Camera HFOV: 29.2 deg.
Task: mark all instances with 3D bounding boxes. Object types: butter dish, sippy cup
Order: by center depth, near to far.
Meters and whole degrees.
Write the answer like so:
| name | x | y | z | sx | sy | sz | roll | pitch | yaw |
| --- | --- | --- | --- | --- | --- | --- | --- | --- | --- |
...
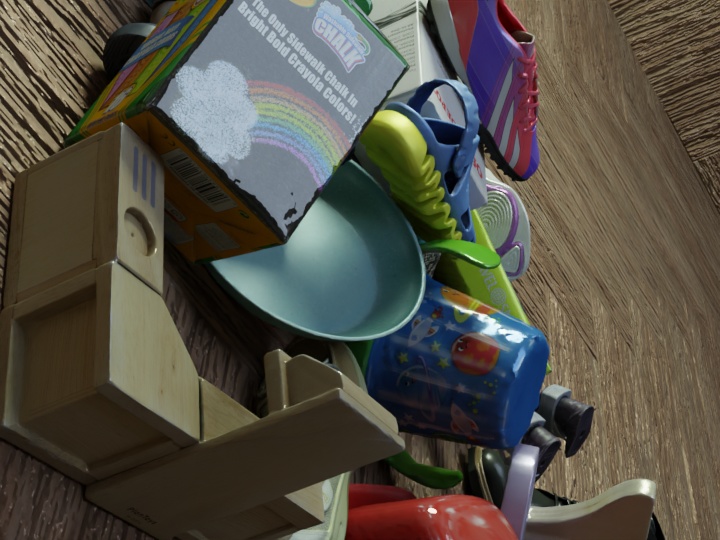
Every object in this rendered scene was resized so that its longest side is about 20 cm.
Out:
| name | x | y | z | sx | sy | sz | roll | pitch | yaw |
| --- | --- | --- | --- | --- | --- | --- | --- | --- | --- |
| butter dish | 0.072 | 0.231 | 0.969 | 0.199 | 0.148 | 0.200 | 21 | 50 | -63 |
| sippy cup | 0.072 | 0.076 | 1.073 | 0.140 | 0.130 | 0.178 | -59 | 154 | -30 |

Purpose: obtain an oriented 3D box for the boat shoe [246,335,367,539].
| name | x | y | z | sx | sy | sz | roll | pitch | yaw |
| --- | --- | --- | --- | --- | --- | --- | --- | --- | --- |
| boat shoe | -0.042 | 0.112 | 0.923 | 0.063 | 0.073 | 0.201 | 56 | 31 | -39 |

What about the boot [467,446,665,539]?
| name | x | y | z | sx | sy | sz | roll | pitch | yaw |
| --- | --- | --- | --- | --- | --- | --- | --- | --- | --- |
| boot | 0.198 | 0.222 | 1.289 | 0.200 | 0.138 | 0.077 | 53 | 26 | -29 |

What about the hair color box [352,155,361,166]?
| name | x | y | z | sx | sy | sz | roll | pitch | yaw |
| --- | --- | --- | --- | --- | --- | --- | --- | --- | --- |
| hair color box | 0.028 | -0.101 | 1.305 | 0.111 | 0.064 | 0.200 | 63 | 23 | -13 |

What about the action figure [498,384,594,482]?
| name | x | y | z | sx | sy | sz | roll | pitch | yaw |
| --- | --- | --- | --- | --- | --- | --- | --- | --- | --- |
| action figure | 0.105 | 0.098 | 1.224 | 0.130 | 0.069 | 0.200 | -19 | 47 | -40 |

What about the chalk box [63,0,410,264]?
| name | x | y | z | sx | sy | sz | roll | pitch | yaw |
| --- | --- | --- | --- | --- | --- | --- | --- | --- | --- |
| chalk box | -0.067 | -0.121 | 0.880 | 0.125 | 0.124 | 0.200 | 45 | 61 | -22 |

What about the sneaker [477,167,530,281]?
| name | x | y | z | sx | sy | sz | roll | pitch | yaw |
| --- | --- | --- | --- | --- | --- | --- | --- | --- | --- |
| sneaker | 0.120 | -0.077 | 1.453 | 0.200 | 0.075 | 0.100 | 60 | 3 | 12 |

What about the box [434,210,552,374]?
| name | x | y | z | sx | sy | sz | roll | pitch | yaw |
| --- | --- | --- | --- | --- | --- | --- | --- | --- | --- |
| box | 0.120 | 0.035 | 1.351 | 0.200 | 0.048 | 0.122 | 64 | -8 | -7 |

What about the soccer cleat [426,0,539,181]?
| name | x | y | z | sx | sy | sz | roll | pitch | yaw |
| --- | --- | --- | --- | --- | --- | --- | --- | --- | --- |
| soccer cleat | 0.122 | -0.160 | 1.163 | 0.068 | 0.073 | 0.200 | -81 | 149 | -52 |

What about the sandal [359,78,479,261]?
| name | x | y | z | sx | sy | sz | roll | pitch | yaw |
| --- | --- | --- | --- | --- | --- | --- | --- | --- | --- |
| sandal | 0.064 | -0.078 | 1.071 | 0.079 | 0.087 | 0.200 | 36 | -14 | 25 |

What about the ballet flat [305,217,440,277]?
| name | x | y | z | sx | sy | sz | roll | pitch | yaw |
| --- | --- | --- | --- | --- | --- | --- | --- | --- | --- |
| ballet flat | 0.000 | 0.000 | 1.133 | 0.200 | 0.068 | 0.075 | 6 | 96 | -55 |

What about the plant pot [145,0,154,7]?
| name | x | y | z | sx | sy | sz | roll | pitch | yaw |
| --- | --- | --- | --- | --- | --- | --- | --- | --- | --- |
| plant pot | -0.110 | -0.304 | 1.079 | 0.200 | 0.134 | 0.200 | 50 | 26 | -37 |

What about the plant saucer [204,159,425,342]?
| name | x | y | z | sx | sy | sz | roll | pitch | yaw |
| --- | --- | --- | --- | --- | --- | --- | --- | --- | --- |
| plant saucer | -0.046 | -0.021 | 0.999 | 0.200 | 0.036 | 0.200 | 22 | 41 | -20 |

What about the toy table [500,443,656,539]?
| name | x | y | z | sx | sy | sz | roll | pitch | yaw |
| --- | --- | --- | --- | --- | --- | --- | --- | --- | --- |
| toy table | 0.166 | 0.232 | 1.110 | 0.200 | 0.117 | 0.184 | 88 | 16 | -49 |

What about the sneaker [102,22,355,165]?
| name | x | y | z | sx | sy | sz | roll | pitch | yaw |
| --- | --- | --- | --- | --- | --- | --- | --- | --- | --- |
| sneaker | -0.094 | -0.139 | 0.992 | 0.200 | 0.070 | 0.082 | 23 | 47 | -32 |

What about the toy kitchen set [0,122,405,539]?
| name | x | y | z | sx | sy | sz | roll | pitch | yaw |
| --- | --- | --- | --- | --- | --- | --- | --- | --- | --- |
| toy kitchen set | -0.075 | 0.034 | 0.790 | 0.200 | 0.163 | 0.181 | 44 | 31 | -46 |

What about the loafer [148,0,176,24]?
| name | x | y | z | sx | sy | sz | roll | pitch | yaw |
| --- | --- | --- | --- | --- | --- | --- | --- | --- | --- |
| loafer | -0.093 | -0.133 | 1.064 | 0.200 | 0.072 | 0.063 | 42 | 50 | -36 |

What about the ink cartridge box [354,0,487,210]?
| name | x | y | z | sx | sy | sz | roll | pitch | yaw |
| --- | --- | --- | --- | --- | --- | --- | --- | --- | --- |
| ink cartridge box | 0.043 | -0.159 | 1.184 | 0.146 | 0.084 | 0.200 | 55 | 26 | -42 |
